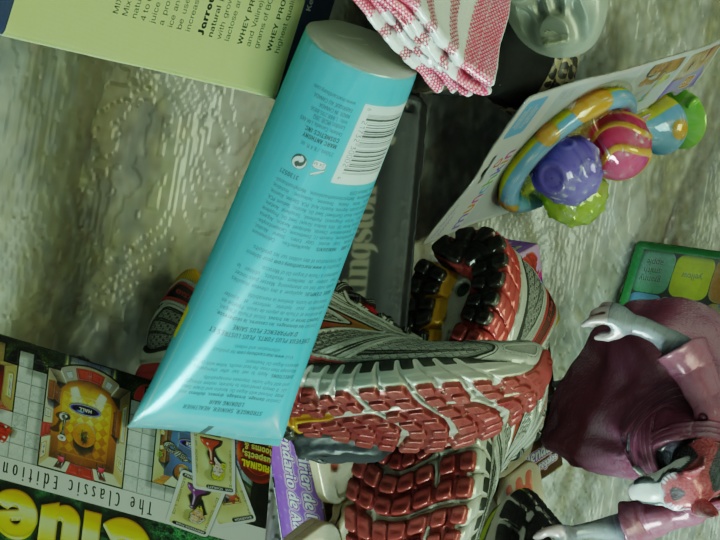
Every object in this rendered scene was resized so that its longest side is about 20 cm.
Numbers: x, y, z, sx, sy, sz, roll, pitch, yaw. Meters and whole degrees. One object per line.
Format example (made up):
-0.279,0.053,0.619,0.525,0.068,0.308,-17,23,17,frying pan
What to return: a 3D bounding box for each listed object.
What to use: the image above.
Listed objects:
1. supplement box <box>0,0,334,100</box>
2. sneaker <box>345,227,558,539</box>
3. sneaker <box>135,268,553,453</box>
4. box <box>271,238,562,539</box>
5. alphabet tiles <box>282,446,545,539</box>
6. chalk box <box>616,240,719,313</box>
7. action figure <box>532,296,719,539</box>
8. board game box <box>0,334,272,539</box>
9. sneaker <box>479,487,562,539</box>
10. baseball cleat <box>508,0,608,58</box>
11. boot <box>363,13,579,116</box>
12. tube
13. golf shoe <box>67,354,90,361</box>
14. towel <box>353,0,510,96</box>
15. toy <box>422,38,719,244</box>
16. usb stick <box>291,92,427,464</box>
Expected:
-0.105,-0.193,1.023,0.199,0.134,0.201,8,101,-50,supplement box
0.057,0.084,1.244,0.082,0.078,0.201,35,67,-43,sneaker
-0.009,0.035,1.165,0.078,0.199,0.083,70,26,-64,sneaker
0.031,0.079,1.333,0.200,0.039,0.138,-28,117,-43,box
0.031,0.141,1.305,0.200,0.015,0.196,-33,121,-41,alphabet tiles
0.224,0.060,1.492,0.200,0.124,0.124,31,75,-49,chalk box
0.165,0.094,1.299,0.148,0.200,0.135,16,104,-14,action figure
-0.129,0.089,1.083,0.199,0.023,0.105,18,63,-29,board game box
0.057,0.185,1.286,0.074,0.081,0.200,51,37,-8,sneaker
0.085,-0.207,1.221,0.106,0.069,0.201,-52,137,-65,baseball cleat
0.059,-0.177,1.290,0.150,0.073,0.201,17,66,-60,boot
-0.034,-0.009,1.074,0.077,0.050,0.201,11,116,-25,tube
-0.123,0.139,1.124,0.078,0.094,0.201,0,96,-48,golf shoe
0.018,-0.183,1.005,0.200,0.030,0.147,46,55,-40,towel
0.133,-0.062,1.374,0.200,0.047,0.115,-24,155,-49,toy
0.000,0.000,1.235,0.033,0.055,0.201,47,45,-61,usb stick
